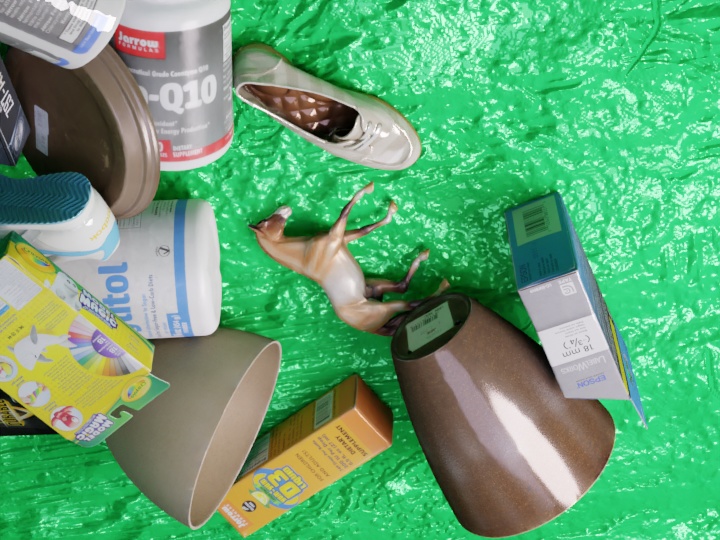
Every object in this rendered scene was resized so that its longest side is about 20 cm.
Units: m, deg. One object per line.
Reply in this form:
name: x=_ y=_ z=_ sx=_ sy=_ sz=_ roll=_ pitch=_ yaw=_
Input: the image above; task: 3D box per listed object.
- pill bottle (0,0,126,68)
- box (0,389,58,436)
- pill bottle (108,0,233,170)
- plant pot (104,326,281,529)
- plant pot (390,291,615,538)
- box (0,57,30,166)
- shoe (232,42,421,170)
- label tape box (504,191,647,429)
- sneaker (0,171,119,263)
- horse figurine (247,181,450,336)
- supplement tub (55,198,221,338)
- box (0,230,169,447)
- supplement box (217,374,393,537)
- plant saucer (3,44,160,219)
pill bottle: x=-0.298 y=-0.249 z=1.511 sx=0.199 sy=0.114 sz=0.114 roll=21 pitch=122 yaw=-37
box: x=-0.338 y=0.117 z=1.819 sx=0.159 sy=0.050 sz=0.200 roll=-3 pitch=161 yaw=-1
pill bottle: x=-0.170 y=-0.200 z=1.646 sx=0.113 sy=0.114 sz=0.201 roll=0 pitch=122 yaw=-1
plant pot: x=-0.181 y=0.135 z=1.828 sx=0.134 sy=0.200 sz=0.201 roll=23 pitch=121 yaw=9
plant pot: x=0.119 y=0.124 z=1.814 sx=0.186 sy=0.187 sz=0.200 roll=-29 pitch=117 yaw=16
box: x=-0.406 y=-0.169 z=1.637 sx=0.199 sy=0.044 sz=0.160 roll=10 pitch=150 yaw=12
shoe: x=-0.033 y=-0.140 z=1.722 sx=0.199 sy=0.053 sz=0.070 roll=26 pitch=118 yaw=-16
label tape box: x=0.205 y=0.048 z=1.790 sx=0.063 sy=0.144 sz=0.201 roll=-20 pitch=120 yaw=11
sneaker: x=-0.309 y=-0.044 z=1.678 sx=0.199 sy=0.077 sz=0.081 roll=7 pitch=149 yaw=32
horse figurine: x=0.000 y=0.000 z=1.814 sx=0.132 sy=0.050 sz=0.200 roll=-33 pitch=115 yaw=12
supplement tub: x=-0.236 y=0.001 z=1.763 sx=0.199 sy=0.132 sz=0.133 roll=-4 pitch=122 yaw=1
box: x=-0.275 y=0.067 z=1.666 sx=0.117 sy=0.048 sz=0.200 roll=-37 pitch=114 yaw=22
supplement box: x=-0.062 y=0.193 z=1.925 sx=0.200 sy=0.069 sz=0.067 roll=-34 pitch=115 yaw=21
plant saucer: x=-0.256 y=-0.133 z=1.666 sx=0.200 sy=0.029 sz=0.201 roll=28 pitch=135 yaw=32
